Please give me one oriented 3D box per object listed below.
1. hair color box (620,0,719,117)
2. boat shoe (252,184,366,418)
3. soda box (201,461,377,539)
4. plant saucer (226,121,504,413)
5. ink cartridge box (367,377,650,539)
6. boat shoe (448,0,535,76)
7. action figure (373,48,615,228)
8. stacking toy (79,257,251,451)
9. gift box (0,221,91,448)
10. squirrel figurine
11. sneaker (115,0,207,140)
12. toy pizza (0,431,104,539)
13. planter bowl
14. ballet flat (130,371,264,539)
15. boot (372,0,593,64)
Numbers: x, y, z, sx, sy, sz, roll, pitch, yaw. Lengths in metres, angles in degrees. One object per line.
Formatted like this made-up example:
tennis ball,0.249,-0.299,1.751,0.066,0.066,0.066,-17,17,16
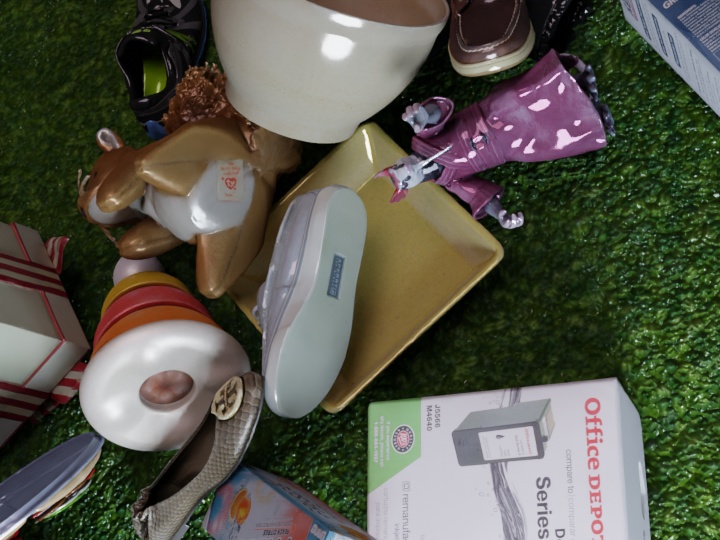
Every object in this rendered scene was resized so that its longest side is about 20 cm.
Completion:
hair color box,0.289,-0.190,1.104,0.060,0.100,0.200,-37,58,3
boat shoe,-0.050,0.026,1.120,0.071,0.070,0.201,-3,66,44
soda box,-0.050,0.206,1.024,0.200,0.068,0.064,16,81,63
plant saucer,0.000,0.000,1.170,0.200,0.048,0.200,-43,57,0
ink cartridge box,0.111,0.169,1.022,0.200,0.084,0.146,-9,64,19
boat shoe,0.101,-0.228,1.096,0.072,0.072,0.200,-10,35,19
action figure,0.101,-0.119,1.107,0.200,0.134,0.149,-22,28,13
stacking toy,-0.184,0.047,1.198,0.146,0.146,0.200,-30,42,8
gift box,-0.354,0.049,1.214,0.200,0.187,0.185,-41,55,19
squirrel figurine,-0.159,-0.090,1.214,0.187,0.142,0.200,6,47,50
sneaker,-0.199,-0.228,1.340,0.071,0.083,0.200,-11,63,18
toy pizza,-0.296,0.208,1.143,0.200,0.200,0.032,-33,99,6
planter bowl,-0.040,-0.192,1.139,0.200,0.200,0.135,40,124,32
ballet flat,-0.136,0.155,1.102,0.200,0.046,0.067,-54,22,31
boot,0.108,-0.224,1.219,0.162,0.073,0.198,25,79,26
